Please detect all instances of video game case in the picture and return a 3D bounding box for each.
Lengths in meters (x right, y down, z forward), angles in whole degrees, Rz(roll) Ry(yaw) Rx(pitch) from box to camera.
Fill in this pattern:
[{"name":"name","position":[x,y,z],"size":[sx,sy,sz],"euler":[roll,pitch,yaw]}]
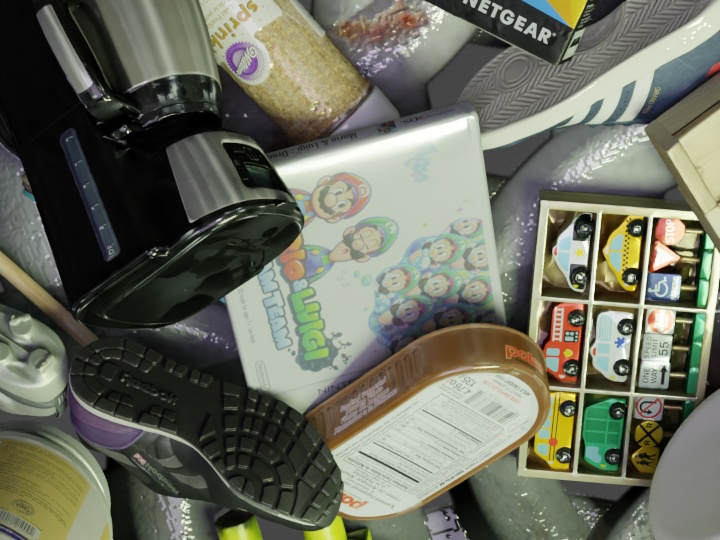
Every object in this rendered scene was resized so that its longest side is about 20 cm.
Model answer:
[{"name":"video game case","position":[0.000,0.000,1.113],"size":[0.180,0.024,0.201],"euler":[-15,126,-5]}]

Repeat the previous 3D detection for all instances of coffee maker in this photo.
[{"name":"coffee maker","position":[-0.144,-0.069,1.010],"size":[0.192,0.134,0.201],"euler":[-41,65,46]}]

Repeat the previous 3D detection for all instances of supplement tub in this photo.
[{"name":"supplement tub","position":[-0.246,0.196,1.142],"size":[0.144,0.200,0.147],"euler":[1,108,3]},{"name":"supplement tub","position":[0.304,0.177,1.130],"size":[0.200,0.146,0.145],"euler":[38,107,-21]}]

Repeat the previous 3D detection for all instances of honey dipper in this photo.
[{"name":"honey dipper","position":[-0.201,0.036,1.184],"size":[0.200,0.038,0.038],"euler":[43,106,-7]}]

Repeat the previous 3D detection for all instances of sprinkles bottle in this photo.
[{"name":"sprinkles bottle","position":[-0.063,-0.149,1.094],"size":[0.068,0.068,0.200],"euler":[-40,101,15]}]

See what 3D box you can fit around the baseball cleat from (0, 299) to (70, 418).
[{"name":"baseball cleat","position":[-0.281,0.035,1.168],"size":[0.200,0.070,0.107],"euler":[40,152,15]}]

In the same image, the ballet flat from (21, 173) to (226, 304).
[{"name":"ballet flat","position":[-0.126,-0.033,1.141],"size":[0.199,0.071,0.071],"euler":[29,108,-8]}]

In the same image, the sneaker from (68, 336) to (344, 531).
[{"name":"sneaker","position":[-0.103,0.121,1.143],"size":[0.199,0.076,0.088],"euler":[29,142,9]}]

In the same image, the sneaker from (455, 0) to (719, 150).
[{"name":"sneaker","position":[0.157,-0.115,1.095],"size":[0.199,0.075,0.084],"euler":[-23,139,24]}]

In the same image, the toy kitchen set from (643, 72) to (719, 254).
[{"name":"toy kitchen set","position":[0.312,-0.031,1.034],"size":[0.163,0.181,0.200],"euler":[-36,120,5]}]

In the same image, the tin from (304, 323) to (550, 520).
[{"name":"tin","position":[0.039,0.105,1.150],"size":[0.200,0.042,0.112],"euler":[-36,128,29]}]

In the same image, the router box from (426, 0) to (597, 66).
[{"name":"router box","position":[0.067,-0.236,1.040],"size":[0.199,0.051,0.150],"euler":[28,108,12]}]

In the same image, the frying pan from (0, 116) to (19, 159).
[{"name":"frying pan","position":[-0.154,-0.105,1.112],"size":[0.188,0.031,0.116],"euler":[18,75,-3]}]

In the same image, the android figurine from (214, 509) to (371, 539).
[{"name":"android figurine","position":[-0.037,0.262,1.245],"size":[0.180,0.041,0.202],"euler":[-11,106,7]}]

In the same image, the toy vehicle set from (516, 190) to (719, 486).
[{"name":"toy vehicle set","position":[0.175,0.049,1.167],"size":[0.123,0.027,0.202],"euler":[3,109,2]}]
